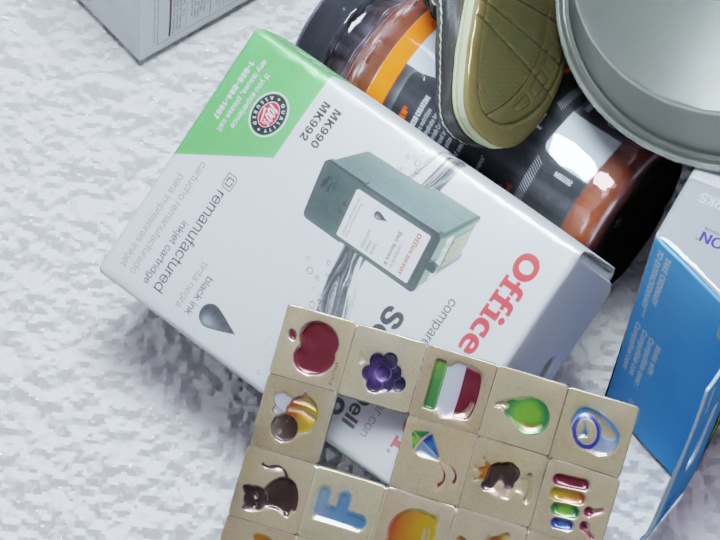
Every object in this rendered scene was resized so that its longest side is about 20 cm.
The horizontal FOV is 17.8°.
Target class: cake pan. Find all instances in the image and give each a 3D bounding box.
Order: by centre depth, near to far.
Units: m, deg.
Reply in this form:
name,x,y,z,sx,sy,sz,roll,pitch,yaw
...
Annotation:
name,x,y,z,sx,sy,sz,roll,pitch,yaw
cake pan,0.186,-0.145,1.080,0.199,0.037,0.201,-6,67,15

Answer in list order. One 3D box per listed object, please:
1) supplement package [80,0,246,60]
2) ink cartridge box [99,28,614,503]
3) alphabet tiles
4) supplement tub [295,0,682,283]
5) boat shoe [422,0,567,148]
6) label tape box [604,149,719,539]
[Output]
name,x,y,z,sx,sy,sz,roll,pitch,yaw
supplement package,-0.087,-0.253,1.273,0.200,0.151,0.152,-33,63,-25
ink cartridge box,0.000,0.000,1.106,0.200,0.084,0.146,35,93,18
alphabet tiles,0.019,0.134,1.033,0.166,0.008,0.201,16,88,6
supplement tub,0.060,-0.075,1.189,0.200,0.107,0.107,35,58,18
boat shoe,0.063,-0.144,1.139,0.066,0.072,0.202,-12,56,39
label tape box,0.170,0.012,1.116,0.066,0.144,0.200,28,56,13
